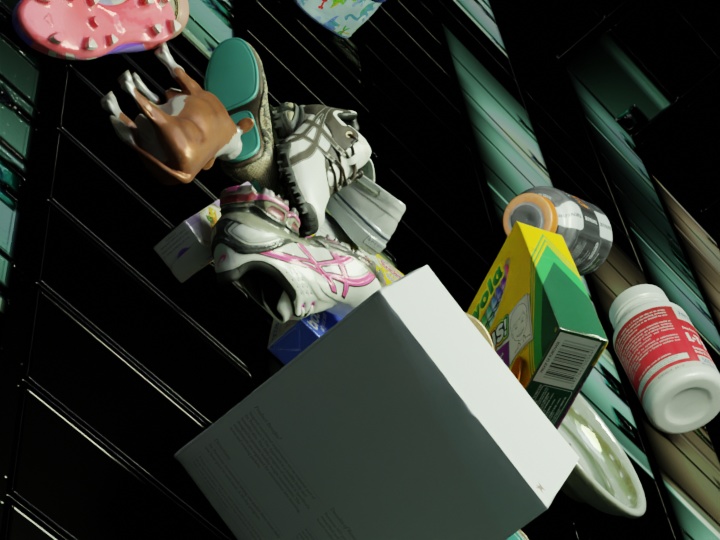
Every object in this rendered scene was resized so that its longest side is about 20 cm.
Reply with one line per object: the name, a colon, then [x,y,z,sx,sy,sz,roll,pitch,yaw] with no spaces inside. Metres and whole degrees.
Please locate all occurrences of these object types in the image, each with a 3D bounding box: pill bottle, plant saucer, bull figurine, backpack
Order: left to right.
bull figurine: [-0.164,-0.135,1.727,0.121,0.065,0.200,46,16,-6]
backpack: [-0.046,-0.415,2.474,0.183,0.147,0.201,17,40,-57]
pill bottle: [0.259,-0.054,2.572,0.107,0.106,0.200,57,18,20]
plant saucer: [0.228,0.194,2.071,0.200,0.050,0.200,45,18,-19]
pill bottle: [0.408,0.115,2.591,0.112,0.112,0.201,37,22,-38]

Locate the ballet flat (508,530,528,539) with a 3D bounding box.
ballet flat: [0.144,0.300,1.638,0.065,0.070,0.201,76,-12,-64]

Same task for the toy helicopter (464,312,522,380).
toy helicopter: [0.089,0.134,1.705,0.131,0.079,0.201,3,72,-17]

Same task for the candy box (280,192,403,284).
candy box: [0.000,0.000,1.926,0.200,0.026,0.102,39,15,-34]

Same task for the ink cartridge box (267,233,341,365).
ink cartridge box: [-0.029,0.047,1.726,0.094,0.044,0.200,45,18,-14]

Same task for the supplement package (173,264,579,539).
supplement package: [0.016,0.136,1.386,0.192,0.200,0.147,52,17,4]

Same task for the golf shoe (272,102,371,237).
golf shoe: [-0.035,-0.107,1.864,0.201,0.094,0.078,-96,-179,-52]

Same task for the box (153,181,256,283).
box: [-0.125,-0.035,1.657,0.039,0.041,0.200,51,16,-2]

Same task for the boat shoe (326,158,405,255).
boat shoe: [-0.012,-0.089,1.956,0.073,0.067,0.200,37,9,-47]

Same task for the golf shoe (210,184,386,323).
golf shoe: [-0.054,0.009,1.608,0.200,0.072,0.093,31,60,-41]

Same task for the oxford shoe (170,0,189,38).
oxford shoe: [-0.239,-0.322,1.914,0.201,0.071,0.074,57,21,21]

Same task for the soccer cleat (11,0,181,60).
soccer cleat: [-0.244,-0.216,1.711,0.200,0.076,0.067,-17,88,-54]

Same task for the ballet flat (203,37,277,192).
ballet flat: [-0.115,-0.142,1.891,0.201,0.067,0.075,-102,170,-45]

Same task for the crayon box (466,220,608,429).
crayon box: [0.147,0.085,1.830,0.058,0.201,0.173,14,31,-22]
